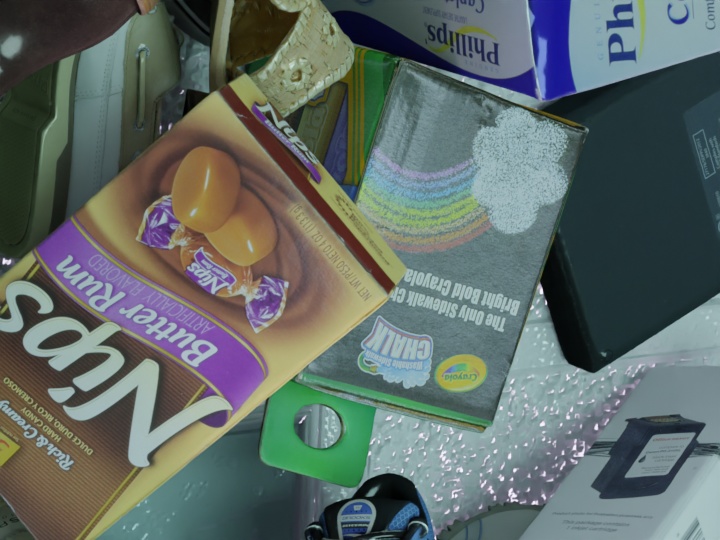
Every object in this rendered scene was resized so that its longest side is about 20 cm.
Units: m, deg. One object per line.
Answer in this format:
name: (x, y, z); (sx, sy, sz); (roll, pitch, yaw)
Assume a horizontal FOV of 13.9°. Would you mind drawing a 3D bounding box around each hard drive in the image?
hard drive: (0.173, -0.053, 1.566); (0.200, 0.033, 0.140); (-31, 117, -24)

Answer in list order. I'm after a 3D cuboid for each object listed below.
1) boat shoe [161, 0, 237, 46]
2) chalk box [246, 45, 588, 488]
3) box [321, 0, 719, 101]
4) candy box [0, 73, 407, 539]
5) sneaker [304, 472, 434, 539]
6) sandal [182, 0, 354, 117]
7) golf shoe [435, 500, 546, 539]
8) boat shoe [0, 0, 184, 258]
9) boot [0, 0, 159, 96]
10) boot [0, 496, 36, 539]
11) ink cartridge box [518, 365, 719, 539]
boat shoe: (-0.076, -0.187, 1.347); (0.071, 0.064, 0.201); (-32, 118, -23)
chalk box: (0.000, 0.000, 1.411); (0.124, 0.124, 0.201); (17, 93, -36)
box: (0.105, -0.167, 1.399); (0.199, 0.184, 0.105); (-18, 112, -29)
candy box: (-0.092, 0.023, 1.298); (0.200, 0.056, 0.117); (-40, 92, 18)
sneaker: (-0.007, 0.155, 1.382); (0.078, 0.200, 0.090); (-1, 111, 10)
sandal: (-0.039, -0.097, 1.337); (0.069, 0.078, 0.212); (8, 135, -7)
golf shoe: (0.051, 0.184, 1.507); (0.199, 0.097, 0.079); (-25, 113, -28)
boat shoe: (-0.119, -0.103, 1.339); (0.068, 0.075, 0.201); (0, 112, -35)
boot: (-0.171, -0.169, 1.248); (0.166, 0.072, 0.200); (-37, 76, -7)
boot: (-0.090, 0.187, 1.373); (0.200, 0.155, 0.073); (42, 84, -33)
ink cartridge box: (0.164, 0.161, 1.540); (0.200, 0.084, 0.145); (-46, 127, -46)
